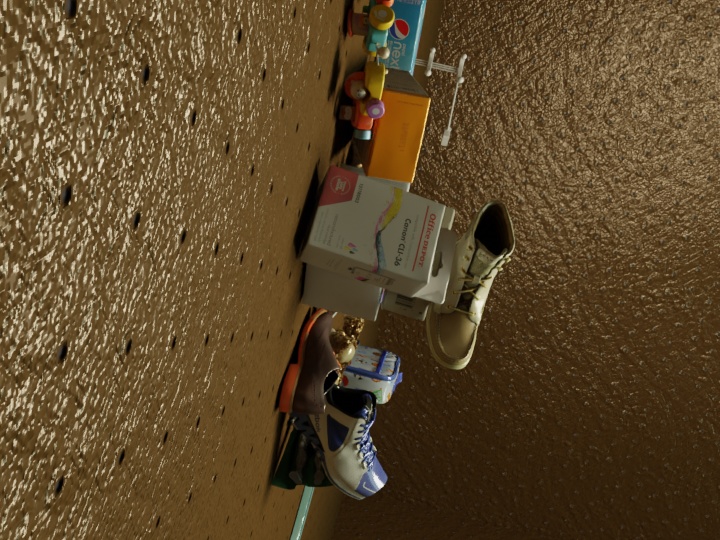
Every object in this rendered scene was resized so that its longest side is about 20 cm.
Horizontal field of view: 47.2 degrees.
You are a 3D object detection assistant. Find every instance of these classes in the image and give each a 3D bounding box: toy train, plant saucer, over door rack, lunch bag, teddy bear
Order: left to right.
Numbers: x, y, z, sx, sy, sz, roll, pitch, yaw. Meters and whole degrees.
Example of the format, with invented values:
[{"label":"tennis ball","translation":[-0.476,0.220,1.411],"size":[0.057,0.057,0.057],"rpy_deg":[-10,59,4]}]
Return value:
[{"label":"plant saucer","translation":[-0.126,0.530,1.850],"size":[0.070,0.019,0.200],"rpy_deg":[96,7,-55]},{"label":"teddy bear","translation":[-0.048,0.132,1.345],"size":[0.145,0.067,0.200],"rpy_deg":[-62,-176,23]},{"label":"toy train","translation":[0.001,-0.265,1.062],"size":[0.150,0.055,0.200],"rpy_deg":[-108,-157,-70]},{"label":"lunch bag","translation":[0.003,0.195,1.619],"size":[0.200,0.160,0.076],"rpy_deg":[-49,151,-78]},{"label":"over door rack","translation":[0.131,-0.369,1.691],"size":[0.067,0.147,0.200],"rpy_deg":[91,11,-77]}]

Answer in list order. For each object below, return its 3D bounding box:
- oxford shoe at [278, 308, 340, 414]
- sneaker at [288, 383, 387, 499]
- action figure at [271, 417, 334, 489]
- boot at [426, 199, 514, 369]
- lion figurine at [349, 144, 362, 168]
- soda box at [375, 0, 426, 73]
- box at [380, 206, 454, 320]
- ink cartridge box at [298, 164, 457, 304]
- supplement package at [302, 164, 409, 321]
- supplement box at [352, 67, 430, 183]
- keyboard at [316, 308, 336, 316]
[{"label":"oxford shoe","translation":[-0.062,0.137,1.220],"size":[0.200,0.072,0.071],"rpy_deg":[-73,173,-46]},{"label":"sneaker","translation":[-0.012,0.246,1.234],"size":[0.115,0.200,0.081],"rpy_deg":[-30,-168,32]},{"label":"action figure","translation":[-0.074,0.256,1.337],"size":[0.200,0.118,0.055],"rpy_deg":[-85,174,-49]},{"label":"boot","translation":[0.149,0.019,1.106],"size":[0.155,0.072,0.200],"rpy_deg":[118,-13,-61]},{"label":"lion figurine","translation":[0.023,-0.166,1.408],"size":[0.122,0.072,0.200],"rpy_deg":[-40,170,-17]},{"label":"soda box","translation":[0.064,-0.381,1.393],"size":[0.068,0.064,0.200],"rpy_deg":[-69,171,-59]},{"label":"box","translation":[0.089,-0.020,1.240],"size":[0.200,0.068,0.082],"rpy_deg":[-68,173,-54]},{"label":"ink cartridge box","translation":[0.034,-0.043,1.056],"size":[0.068,0.200,0.117],"rpy_deg":[130,-23,-67]},{"label":"supplement package","translation":[-0.004,-0.044,1.190],"size":[0.200,0.109,0.114],"rpy_deg":[-72,174,-47]},{"label":"supplement box","translation":[0.040,-0.221,1.215],"size":[0.200,0.073,0.126],"rpy_deg":[-104,-157,-66]},{"label":"keyboard","translation":[0.000,0.000,1.325],"size":[0.200,0.011,0.056],"rpy_deg":[-51,-159,3]}]
